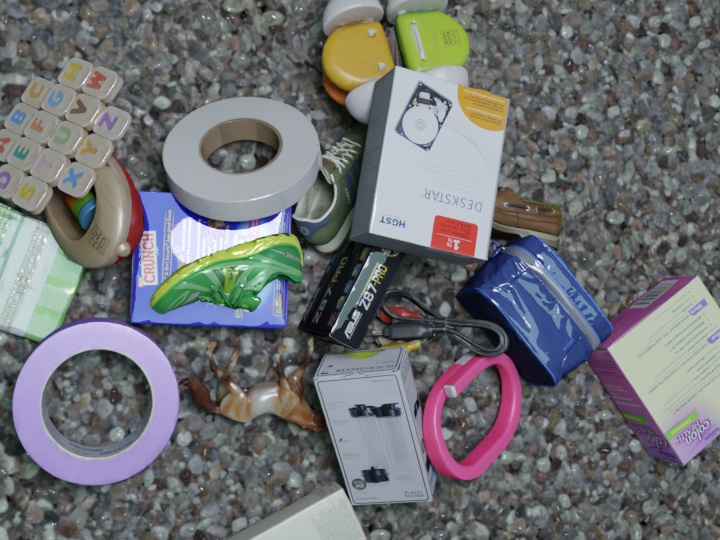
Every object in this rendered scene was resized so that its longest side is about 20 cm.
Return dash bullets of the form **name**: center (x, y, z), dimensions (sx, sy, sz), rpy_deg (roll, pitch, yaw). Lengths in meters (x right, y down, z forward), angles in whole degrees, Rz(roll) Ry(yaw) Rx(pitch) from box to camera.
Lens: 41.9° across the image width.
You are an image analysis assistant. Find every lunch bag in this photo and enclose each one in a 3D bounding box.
- **lunch bag**: center (0.237, 0.044, 1.283), dimensions (0.132, 0.136, 0.200), rpy_deg (-40, 95, -12)

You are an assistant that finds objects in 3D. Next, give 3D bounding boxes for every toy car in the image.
- **toy car**: center (0.043, -0.275, 1.249), dimensions (0.198, 0.150, 0.177), rpy_deg (-13, 76, -9)

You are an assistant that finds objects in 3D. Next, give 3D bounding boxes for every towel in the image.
- **towel**: center (-0.456, -0.006, 1.189), dimensions (0.199, 0.031, 0.150), rpy_deg (23, 85, -13)

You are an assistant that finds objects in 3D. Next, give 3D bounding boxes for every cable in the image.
- **cable**: center (0.100, 0.075, 1.266), dimensions (0.198, 0.050, 0.098), rpy_deg (0, 75, 10)

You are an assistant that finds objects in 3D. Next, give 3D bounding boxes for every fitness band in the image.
- **fitness band**: center (0.154, 0.191, 1.257), dimensions (0.200, 0.037, 0.145), rpy_deg (-33, 113, -44)

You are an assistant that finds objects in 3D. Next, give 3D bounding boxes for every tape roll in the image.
- **tape roll**: center (-0.150, -0.145, 1.195), dimensions (0.201, 0.037, 0.204), rpy_deg (-1, 48, 1)
- **tape roll**: center (-0.329, 0.162, 1.178), dimensions (0.198, 0.066, 0.202), rpy_deg (-1, 92, -15)

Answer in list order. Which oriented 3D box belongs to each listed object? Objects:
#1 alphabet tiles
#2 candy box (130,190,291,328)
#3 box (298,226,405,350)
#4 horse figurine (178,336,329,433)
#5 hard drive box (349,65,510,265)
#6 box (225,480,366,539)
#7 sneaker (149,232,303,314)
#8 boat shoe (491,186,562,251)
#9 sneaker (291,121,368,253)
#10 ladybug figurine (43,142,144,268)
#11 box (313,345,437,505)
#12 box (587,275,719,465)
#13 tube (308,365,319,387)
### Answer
- **alphabet tiles**: center (-0.375, -0.168, 1.154), dimensions (0.195, 0.015, 0.201), rpy_deg (25, 80, 32)
- **candy box**: center (-0.195, -0.013, 1.220), dimensions (0.198, 0.077, 0.171), rpy_deg (3, 88, -13)
- **box**: center (0.000, 0.000, 1.219), dimensions (0.049, 0.161, 0.201), rpy_deg (28, 82, -14)
- **horse figurine**: center (-0.133, 0.154, 1.223), dimensions (0.198, 0.050, 0.134), rpy_deg (-4, 118, -7)
- **hard drive box**: center (0.084, -0.121, 1.126), dimensions (0.154, 0.077, 0.202), rpy_deg (11, 82, -18)
- **box**: center (-0.098, 0.360, 1.228), dimensions (0.199, 0.068, 0.083), rpy_deg (-25, 93, -12)
- **sneaker**: center (-0.160, 0.016, 1.150), dimensions (0.198, 0.074, 0.084), rpy_deg (-20, 90, -13)
- **boat shoe**: center (0.191, -0.081, 1.318), dimensions (0.198, 0.072, 0.069), rpy_deg (15, 80, -21)
- **sneaker**: center (-0.028, -0.128, 1.246), dimensions (0.067, 0.090, 0.202), rpy_deg (19, 81, 34)
- **ladybug figurine**: center (-0.325, -0.080, 1.161), dimensions (0.136, 0.072, 0.200), rpy_deg (-53, 55, 22)
- **box**: center (0.023, 0.201, 1.206), dimensions (0.116, 0.060, 0.202), rpy_deg (-8, 115, 18)
- **box**: center (0.448, 0.140, 1.346), dimensions (0.175, 0.097, 0.201), rpy_deg (-36, 94, -12)
- **tube**: center (0.013, 0.202, 1.270), dimensions (0.052, 0.058, 0.200), rpy_deg (-44, 96, -18)
